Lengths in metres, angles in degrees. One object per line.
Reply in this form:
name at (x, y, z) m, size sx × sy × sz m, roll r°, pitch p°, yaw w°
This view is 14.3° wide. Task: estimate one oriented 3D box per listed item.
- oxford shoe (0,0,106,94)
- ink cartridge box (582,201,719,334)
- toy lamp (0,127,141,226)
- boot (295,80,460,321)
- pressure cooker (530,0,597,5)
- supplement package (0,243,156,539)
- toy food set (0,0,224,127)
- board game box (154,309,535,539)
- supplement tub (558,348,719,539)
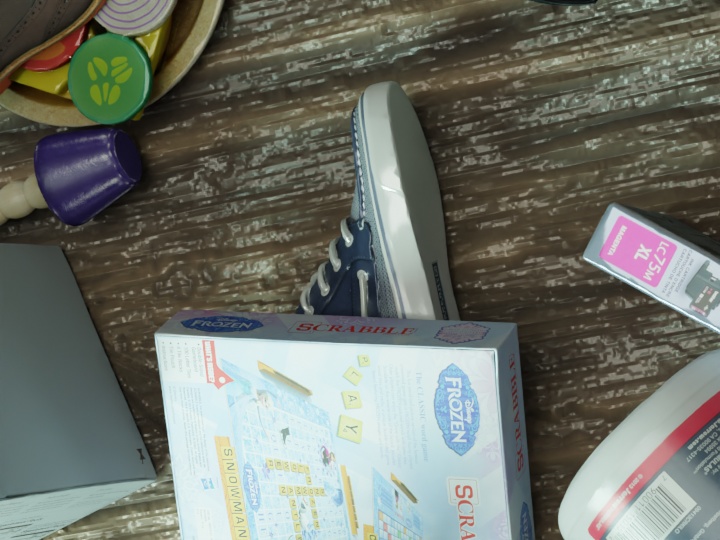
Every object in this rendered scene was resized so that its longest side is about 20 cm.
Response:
oxford shoe at (-0.201, -0.156, 1.619) m, size 0.071 × 0.073 × 0.200 m, roll 45°, pitch 103°, yaw 16°
ink cartridge box at (0.221, 0.027, 1.483) m, size 0.200 × 0.119 × 0.042 m, roll 27°, pitch 97°, yaw 19°
toy lamp at (-0.222, -0.035, 1.687) m, size 0.200 × 0.058 × 0.058 m, roll -18°, pitch 83°, yaw 20°
boot at (0.000, 0.000, 1.591) m, size 0.090 × 0.073 × 0.200 m, roll -11°, pitch 88°, yaw 19°
pressure cooker at (0.118, -0.237, 1.491) m, size 0.176 × 0.179 × 0.200 m, roll 33°, pitch 91°, yaw -7°
supplement package at (-0.228, 0.075, 1.609) m, size 0.111 × 0.200 × 0.156 m, roll -27°, pitch 80°, yaw 18°
toy food set at (-0.164, -0.183, 1.671) m, size 0.198 × 0.049 × 0.200 m, roll 18°, pitch 95°, yaw 20°
board game box at (-0.005, 0.123, 1.573) m, size 0.199 × 0.041 × 0.200 m, roll 3°, pitch 112°, yaw 21°
supplement tub at (0.213, 0.151, 1.473) m, size 0.200 × 0.140 × 0.140 m, roll 46°, pitch 104°, yaw 15°
